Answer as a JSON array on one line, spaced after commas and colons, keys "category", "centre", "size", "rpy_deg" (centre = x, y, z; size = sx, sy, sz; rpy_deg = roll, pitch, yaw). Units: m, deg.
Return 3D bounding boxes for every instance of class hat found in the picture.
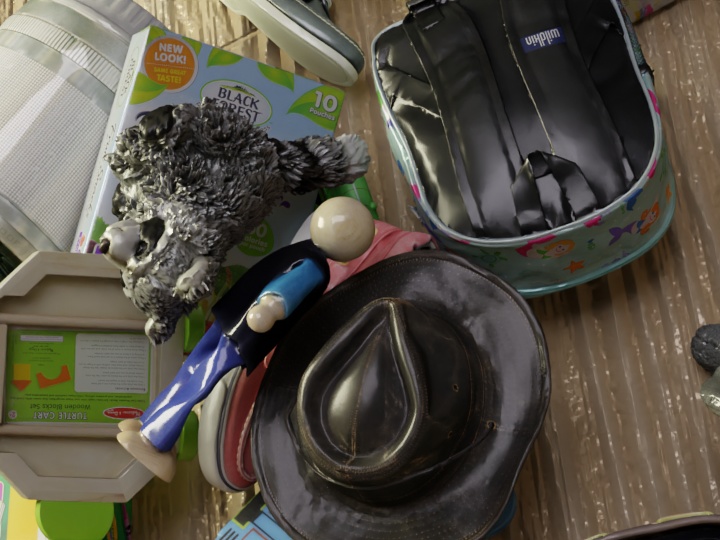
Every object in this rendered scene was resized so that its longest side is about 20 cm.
[{"category": "hat", "centre": [0.011, 0.070, 1.373], "size": [0.201, 0.081, 0.201], "rpy_deg": [-8, 66, 18]}]

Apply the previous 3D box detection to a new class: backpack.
[{"category": "backpack", "centre": [0.111, -0.079, 1.512], "size": [0.177, 0.151, 0.200], "rpy_deg": [-20, 52, 2]}]

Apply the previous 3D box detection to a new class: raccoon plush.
[{"category": "raccoon plush", "centre": [-0.068, -0.031, 1.443], "size": [0.200, 0.097, 0.134], "rpy_deg": [-9, 58, -17]}]

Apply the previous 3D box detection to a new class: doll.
[{"category": "doll", "centre": [-0.067, 0.033, 1.415], "size": [0.048, 0.136, 0.200], "rpy_deg": [41, 93, -8]}]

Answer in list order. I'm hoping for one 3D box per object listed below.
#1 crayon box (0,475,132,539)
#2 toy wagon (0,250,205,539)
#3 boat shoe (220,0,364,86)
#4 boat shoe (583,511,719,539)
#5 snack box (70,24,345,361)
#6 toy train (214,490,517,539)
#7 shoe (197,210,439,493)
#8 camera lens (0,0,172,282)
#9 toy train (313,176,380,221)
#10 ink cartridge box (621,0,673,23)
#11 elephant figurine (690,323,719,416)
[{"category": "crayon box", "centre": [-0.252, 0.154, 1.539], "size": [0.200, 0.058, 0.119], "rpy_deg": [-9, 57, 12]}, {"category": "toy wagon", "centre": [-0.178, 0.089, 1.462], "size": [0.155, 0.040, 0.200], "rpy_deg": [3, 87, -17]}, {"category": "boat shoe", "centre": [-0.055, -0.202, 1.690], "size": [0.062, 0.073, 0.200], "rpy_deg": [-44, 52, -7]}, {"category": "boat shoe", "centre": [0.138, 0.192, 1.390], "size": [0.200, 0.060, 0.072], "rpy_deg": [-17, 56, 7]}, {"category": "snack box", "centre": [-0.106, -0.043, 1.539], "size": [0.142, 0.053, 0.200], "rpy_deg": [18, 82, -18]}, {"category": "toy train", "centre": [0.007, 0.150, 1.445], "size": [0.200, 0.087, 0.114], "rpy_deg": [-45, 52, -12]}, {"category": "shoe", "centre": [-0.024, 0.055, 1.475], "size": [0.091, 0.071, 0.200], "rpy_deg": [14, 71, 39]}, {"category": "camera lens", "centre": [-0.214, -0.084, 1.612], "size": [0.160, 0.160, 0.200], "rpy_deg": [28, 71, 30]}, {"category": "toy train", "centre": [0.000, 0.000, 1.557], "size": [0.056, 0.042, 0.200], "rpy_deg": [-36, 52, 23]}, {"category": "ink cartridge box", "centre": [0.158, -0.236, 1.597], "size": [0.200, 0.145, 0.085], "rpy_deg": [-29, 54, -2]}, {"category": "elephant figurine", "centre": [0.260, 0.078, 1.363], "size": [0.200, 0.155, 0.141], "rpy_deg": [44, 44, 21]}]
